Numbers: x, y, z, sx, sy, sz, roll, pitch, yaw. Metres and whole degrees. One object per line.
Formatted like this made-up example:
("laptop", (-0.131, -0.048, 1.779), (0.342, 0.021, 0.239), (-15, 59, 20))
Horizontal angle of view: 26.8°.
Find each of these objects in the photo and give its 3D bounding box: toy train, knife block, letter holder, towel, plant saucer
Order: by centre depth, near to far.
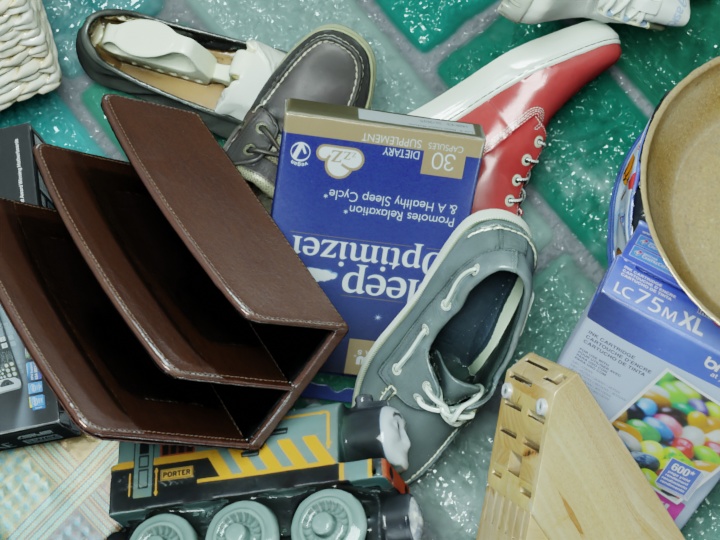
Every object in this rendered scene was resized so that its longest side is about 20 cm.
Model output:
("plant saucer", (0.247, -0.032, 0.833), (0.199, 0.035, 0.201), (3, 65, -6))
("letter holder", (-0.127, -0.006, 0.866), (0.101, 0.142, 0.200), (-53, 52, 23))
("toy train", (-0.061, 0.136, 0.905), (0.199, 0.085, 0.114), (-11, 62, 16))
("knife block", (0.160, 0.160, 0.907), (0.175, 0.064, 0.201), (7, 95, -22))
("towel", (-0.215, 0.090, 0.986), (0.147, 0.022, 0.200), (-43, 83, -6))

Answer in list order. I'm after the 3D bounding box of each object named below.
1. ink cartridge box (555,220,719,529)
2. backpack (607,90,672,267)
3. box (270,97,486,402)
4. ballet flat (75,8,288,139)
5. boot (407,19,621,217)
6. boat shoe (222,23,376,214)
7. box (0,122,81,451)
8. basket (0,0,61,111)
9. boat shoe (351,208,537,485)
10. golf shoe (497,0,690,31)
("ink cartridge box", (0.177, 0.069, 0.898), (0.119, 0.200, 0.042), (27, 46, 7))
("backpack", (0.250, -0.030, 0.933), (0.190, 0.154, 0.201), (16, 74, -5))
("box", (0.000, 0.000, 0.933), (0.121, 0.032, 0.201), (7, 115, -6))
("ballet flat", (-0.097, -0.127, 0.998), (0.199, 0.068, 0.068), (15, 79, 3))
("boot", (0.106, -0.061, 0.984), (0.200, 0.072, 0.145), (-32, 81, 4))
("boat shoe", (-0.054, -0.061, 0.953), (0.073, 0.065, 0.200), (29, 108, -2))
("box", (-0.268, 0.019, 0.959), (0.157, 0.050, 0.201), (-10, 72, 4))
("basket", (-0.308, -0.191, 0.940), (0.197, 0.161, 0.200), (-23, 58, -3))
("boat shoe", (0.048, 0.059, 0.910), (0.073, 0.062, 0.201), (20, 114, -15))
("golf shoe", (0.166, -0.188, 0.953), (0.097, 0.078, 0.200), (42, 44, 13))
